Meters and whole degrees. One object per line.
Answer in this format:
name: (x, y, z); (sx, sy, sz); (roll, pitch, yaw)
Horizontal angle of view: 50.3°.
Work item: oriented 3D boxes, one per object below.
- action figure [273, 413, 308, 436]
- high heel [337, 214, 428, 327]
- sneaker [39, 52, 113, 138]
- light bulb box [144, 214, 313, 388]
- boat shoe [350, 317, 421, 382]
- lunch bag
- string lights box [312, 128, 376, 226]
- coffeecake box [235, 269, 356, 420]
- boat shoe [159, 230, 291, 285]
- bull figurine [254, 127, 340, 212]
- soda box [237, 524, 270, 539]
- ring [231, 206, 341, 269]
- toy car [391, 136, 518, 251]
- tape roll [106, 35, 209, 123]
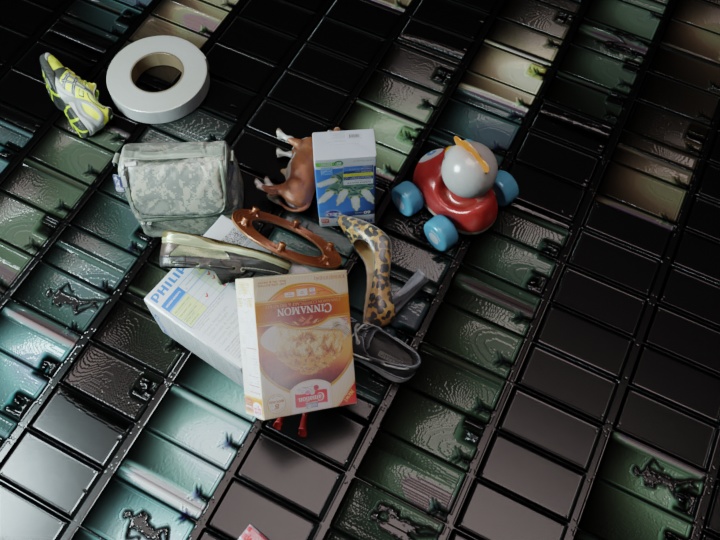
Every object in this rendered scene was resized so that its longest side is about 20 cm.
action figure: (-0.089, 0.164, 1.227); (0.065, 0.052, 0.201); (14, 58, 1)
high heel: (0.000, 0.000, 1.302); (0.200, 0.071, 0.143); (42, 68, 14)
sneaker: (-0.554, -0.344, 1.488); (0.076, 0.075, 0.200); (-31, 77, -24)
light bulb box: (-0.200, 0.054, 1.241); (0.200, 0.125, 0.198); (32, 66, 17)
boat shoe: (0.003, 0.112, 1.220); (0.199, 0.068, 0.072); (29, 59, 0)
lunch bag: (-0.309, -0.154, 1.327); (0.199, 0.168, 0.140); (-3, 62, -1)
string lights box: (-0.026, -0.155, 1.311); (0.102, 0.200, 0.059); (-4, 61, -2)
coffeecake box: (-0.094, 0.105, 1.132); (0.153, 0.073, 0.201); (-5, 92, -30)
boat shoe: (-0.208, -0.011, 1.171); (0.200, 0.072, 0.066); (13, 89, -7)
bull figurine: (-0.109, -0.197, 1.411); (0.121, 0.065, 0.201); (14, 60, 12)
soda box: (-0.191, 0.455, 1.058); (0.063, 0.070, 0.200); (35, 67, 17)
ring: (-0.120, -0.059, 1.280); (0.200, 0.200, 0.019); (31, 107, 15)
toy car: (0.171, -0.172, 1.322); (0.184, 0.200, 0.177); (-35, 67, -18)
tape roll: (-0.400, -0.381, 1.522); (0.202, 0.037, 0.204); (0, 62, 0)
